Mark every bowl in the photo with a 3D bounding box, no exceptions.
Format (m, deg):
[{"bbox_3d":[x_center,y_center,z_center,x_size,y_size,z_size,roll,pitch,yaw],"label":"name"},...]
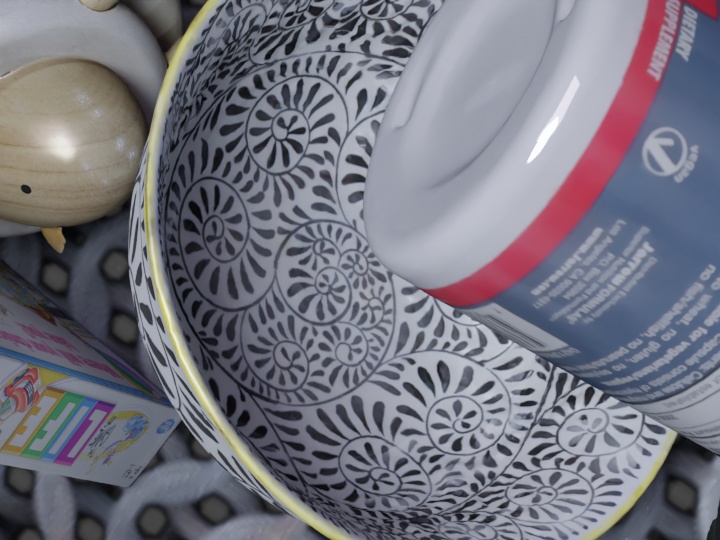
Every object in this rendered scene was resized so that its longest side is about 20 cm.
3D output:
[{"bbox_3d":[0.000,0.000,0.803,0.094,0.201,0.201,-20,74,54],"label":"bowl"}]

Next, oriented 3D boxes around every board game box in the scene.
[{"bbox_3d":[-0.140,0.008,0.796,0.134,0.200,0.034,38,91,15],"label":"board game box"}]

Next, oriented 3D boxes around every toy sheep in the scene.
[{"bbox_3d":[-0.121,-0.087,0.846,0.138,0.138,0.200,-38,48,5],"label":"toy sheep"}]

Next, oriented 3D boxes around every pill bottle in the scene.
[{"bbox_3d":[0.113,-0.010,0.744,0.200,0.120,0.120,28,89,-21],"label":"pill bottle"}]

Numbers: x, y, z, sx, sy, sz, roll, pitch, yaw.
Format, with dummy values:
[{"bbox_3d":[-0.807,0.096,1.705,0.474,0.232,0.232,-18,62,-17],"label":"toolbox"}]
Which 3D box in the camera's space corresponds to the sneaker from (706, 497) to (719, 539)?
[{"bbox_3d":[0.135,0.125,0.746,0.090,0.200,0.078,11,46,3],"label":"sneaker"}]
